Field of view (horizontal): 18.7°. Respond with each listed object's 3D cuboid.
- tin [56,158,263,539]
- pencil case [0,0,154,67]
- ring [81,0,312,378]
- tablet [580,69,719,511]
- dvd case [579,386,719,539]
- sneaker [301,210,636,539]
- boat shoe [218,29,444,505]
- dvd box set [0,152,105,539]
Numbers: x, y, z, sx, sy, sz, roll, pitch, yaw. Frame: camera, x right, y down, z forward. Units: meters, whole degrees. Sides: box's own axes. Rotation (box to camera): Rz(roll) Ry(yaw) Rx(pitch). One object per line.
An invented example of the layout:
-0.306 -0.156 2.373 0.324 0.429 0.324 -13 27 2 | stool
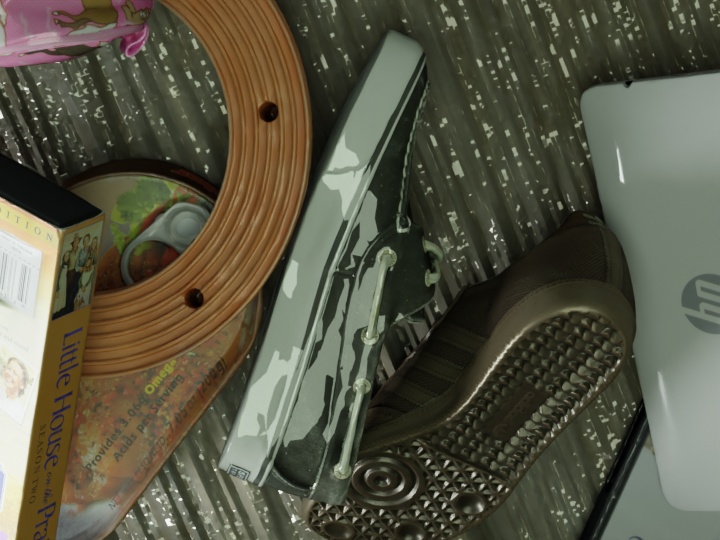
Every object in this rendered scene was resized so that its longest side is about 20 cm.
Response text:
-0.124 0.040 0.967 0.112 0.042 0.200 35 105 -14 | tin
-0.138 -0.177 0.854 0.086 0.083 0.201 -7 96 26 | pencil case
-0.114 -0.056 0.912 0.200 0.019 0.201 1 92 16 | ring
0.171 0.011 0.922 0.130 0.014 0.201 -4 109 29 | tablet
0.193 0.083 0.987 0.142 0.018 0.201 20 108 -6 | dvd case
0.050 0.053 0.959 0.070 0.076 0.200 34 127 -21 | sneaker
0.000 0.000 0.925 0.063 0.071 0.201 18 96 -4 | boat shoe
-0.180 0.037 0.908 0.146 0.029 0.201 27 121 27 | dvd box set
